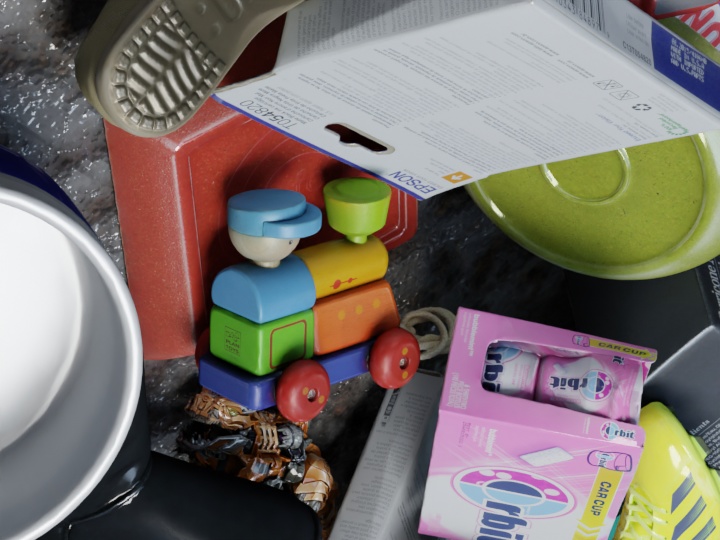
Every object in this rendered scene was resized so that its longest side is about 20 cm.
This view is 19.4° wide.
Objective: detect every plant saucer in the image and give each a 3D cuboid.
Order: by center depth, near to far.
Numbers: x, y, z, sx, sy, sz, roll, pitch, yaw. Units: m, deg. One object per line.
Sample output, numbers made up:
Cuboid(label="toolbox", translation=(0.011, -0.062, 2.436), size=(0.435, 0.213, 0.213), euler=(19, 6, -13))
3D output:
Cuboid(label="plant saucer", translation=(-0.040, -0.051, 1.165), size=(0.199, 0.037, 0.201), euler=(-29, 140, -24))
Cuboid(label="plant saucer", translation=(0.131, -0.068, 1.194), size=(0.031, 0.198, 0.201), euler=(-57, 159, -44))

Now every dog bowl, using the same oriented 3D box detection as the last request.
Cuboid(label="dog bowl", translation=(-0.207, 0.038, 0.984), size=(0.198, 0.079, 0.202), euler=(-9, 116, -18))

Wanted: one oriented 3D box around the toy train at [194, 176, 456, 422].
Cuboid(label="toy train", translation=(0.000, 0.000, 1.171), size=(0.199, 0.084, 0.117), euler=(-17, 119, -42))

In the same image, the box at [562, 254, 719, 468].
Cuboid(label="box", translation=(0.240, 0.044, 1.329), size=(0.199, 0.149, 0.107), euler=(24, 129, -30))

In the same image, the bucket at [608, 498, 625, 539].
Cuboid(label="bucket", translation=(0.185, 0.152, 1.437), size=(0.205, 0.136, 0.208), euler=(-5, 146, -3))

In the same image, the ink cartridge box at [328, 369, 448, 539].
Cuboid(label="ink cartridge box", translation=(0.025, 0.200, 1.377), size=(0.200, 0.040, 0.201), euler=(71, 35, -51))

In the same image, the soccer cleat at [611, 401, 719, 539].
Cuboid(label="soccer cleat", translation=(0.180, 0.162, 1.276), size=(0.083, 0.065, 0.201), euler=(-24, 136, -10))

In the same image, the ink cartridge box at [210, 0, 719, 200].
Cuboid(label="ink cartridge box", translation=(0.057, -0.099, 1.081), size=(0.199, 0.041, 0.199), euler=(-12, 159, 34))

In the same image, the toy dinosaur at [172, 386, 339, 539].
Cuboid(label="toy dinosaur", translation=(-0.057, 0.144, 1.295), size=(0.200, 0.102, 0.136), euler=(38, 78, -33))

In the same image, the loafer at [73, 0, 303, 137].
Cuboid(label="loafer", translation=(-0.071, -0.147, 1.016), size=(0.200, 0.068, 0.076), euler=(-48, 128, -26))

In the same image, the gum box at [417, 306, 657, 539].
Cuboid(label="gum box", translation=(0.099, 0.098, 1.213), size=(0.200, 0.112, 0.067), euler=(94, 7, -63))

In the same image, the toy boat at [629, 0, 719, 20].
Cuboid(label="toy boat", translation=(0.158, -0.229, 1.068), size=(0.129, 0.131, 0.202), euler=(-14, 100, -22))

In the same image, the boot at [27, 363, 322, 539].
Cuboid(label="boot", translation=(-0.119, 0.104, 1.140), size=(0.198, 0.077, 0.169), euler=(3, 135, 1))

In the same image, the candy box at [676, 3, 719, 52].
Cuboid(label="candy box", translation=(0.211, -0.177, 1.218), size=(0.199, 0.077, 0.170), euler=(-37, 118, -13))
